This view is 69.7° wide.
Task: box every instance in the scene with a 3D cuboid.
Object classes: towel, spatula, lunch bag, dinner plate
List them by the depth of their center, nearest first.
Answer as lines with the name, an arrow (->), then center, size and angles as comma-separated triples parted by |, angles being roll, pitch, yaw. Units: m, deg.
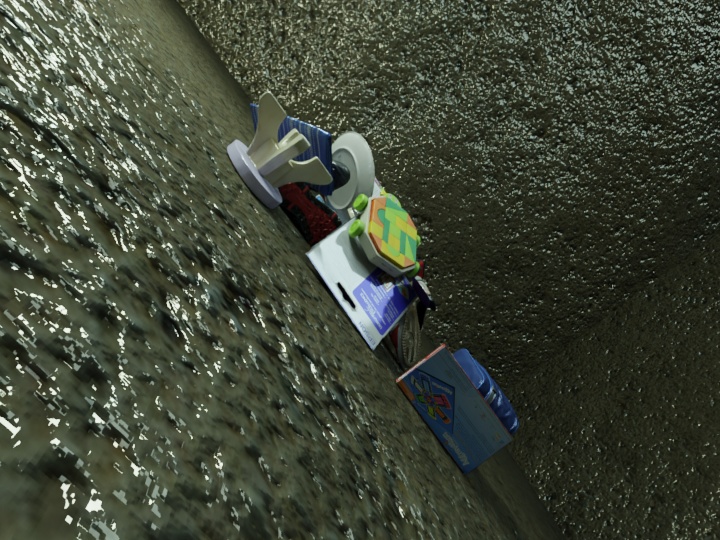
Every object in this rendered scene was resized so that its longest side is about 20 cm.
lunch bag -> 0.194, 0.241, 0.990 | 0.133, 0.135, 0.200 | 52, 3, -13
towel -> -0.136, -0.237, 1.029 | 0.198, 0.024, 0.146 | 26, -39, 22
spatula -> 0.134, 0.058, 1.041 | 0.057, 0.020, 0.200 | 54, 6, 21
dinner plate -> -0.035, -0.199, 1.129 | 0.024, 0.202, 0.201 | -2, 43, -36

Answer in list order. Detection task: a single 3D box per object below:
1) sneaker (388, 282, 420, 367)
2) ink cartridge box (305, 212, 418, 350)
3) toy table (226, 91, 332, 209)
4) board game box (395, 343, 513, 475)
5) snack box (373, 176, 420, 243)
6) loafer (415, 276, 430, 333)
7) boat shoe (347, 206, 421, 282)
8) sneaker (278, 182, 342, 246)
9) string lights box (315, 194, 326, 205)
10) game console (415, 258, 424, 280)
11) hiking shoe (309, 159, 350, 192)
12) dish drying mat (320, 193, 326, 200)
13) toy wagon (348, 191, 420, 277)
sneaker -> 0.062, 0.110, 1.104 | 0.071, 0.111, 0.204 | 21, 61, -50
ink cartridge box -> 0.000, 0.017, 0.924 | 0.200, 0.043, 0.200 | 56, 38, -5
toy table -> -0.144, -0.195, 0.892 | 0.184, 0.117, 0.201 | 51, 3, -34
board game box -> 0.158, 0.234, 0.867 | 0.201, 0.102, 0.019 | 54, 3, -5
snack box -> 0.032, -0.106, 1.282 | 0.201, 0.068, 0.168 | 53, -32, -5
loafer -> 0.116, 0.111, 1.171 | 0.063, 0.071, 0.203 | 47, -39, 45
boat shoe -> 0.049, -0.059, 1.058 | 0.201, 0.065, 0.072 | 54, 9, 11
sneaker -> -0.103, -0.124, 1.051 | 0.201, 0.079, 0.096 | 53, 2, -16
string lights box -> -0.090, -0.109, 1.215 | 0.103, 0.059, 0.200 | 56, 3, -15
game console -> 0.093, 0.068, 1.324 | 0.117, 0.204, 0.172 | 10, 13, 25
hiking shoe -> -0.095, -0.218, 1.115 | 0.197, 0.101, 0.077 | 7, -58, 33
dish drying mat -> -0.037, -0.169, 1.202 | 0.199, 0.018, 0.077 | 25, -29, 51
toy wagon -> 0.053, -0.084, 0.981 | 0.154, 0.039, 0.202 | 33, 44, -27
